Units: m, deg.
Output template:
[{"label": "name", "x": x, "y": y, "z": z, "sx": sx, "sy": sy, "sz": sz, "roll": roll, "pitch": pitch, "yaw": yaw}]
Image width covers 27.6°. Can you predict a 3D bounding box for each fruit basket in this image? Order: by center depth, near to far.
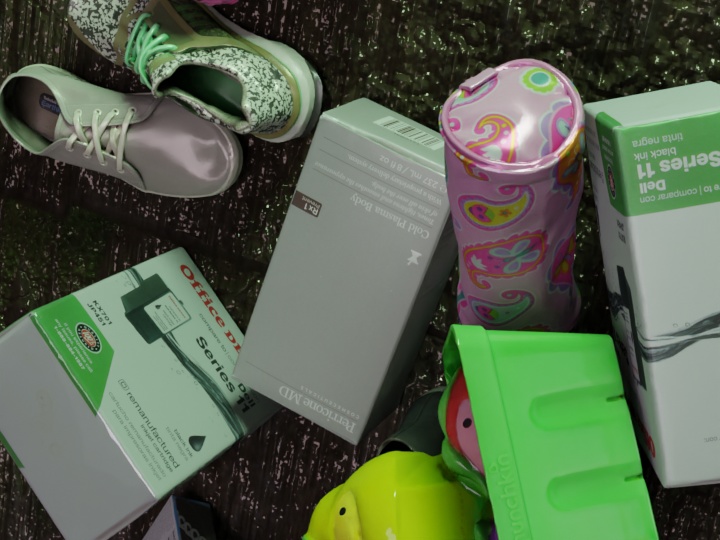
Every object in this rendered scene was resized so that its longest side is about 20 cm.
[{"label": "fruit basket", "x": 0.059, "y": 0.141, "z": 0.845, "sx": 0.213, "sy": 0.156, "sz": 0.218, "roll": 0, "pitch": 79, "yaw": 1}]

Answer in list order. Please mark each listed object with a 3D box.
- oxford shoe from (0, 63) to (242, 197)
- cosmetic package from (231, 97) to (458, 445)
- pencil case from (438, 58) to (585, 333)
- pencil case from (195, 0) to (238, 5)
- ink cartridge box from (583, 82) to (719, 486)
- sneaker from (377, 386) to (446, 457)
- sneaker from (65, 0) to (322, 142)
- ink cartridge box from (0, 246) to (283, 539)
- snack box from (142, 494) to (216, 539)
[{"label": "oxford shoe", "x": -0.177, "y": -0.097, "z": 1.045, "sx": 0.198, "sy": 0.058, "sz": 0.076, "roll": 20, "pitch": 109, "yaw": 17}, {"label": "cosmetic package", "x": 0.000, "y": 0.000, "z": 0.972, "sx": 0.106, "sy": 0.090, "sz": 0.202, "roll": 25, "pitch": 110, "yaw": 14}, {"label": "pencil case", "x": 0.090, "y": -0.032, "z": 0.872, "sx": 0.087, "sy": 0.088, "sz": 0.201, "roll": 20, "pitch": 151, "yaw": 19}, {"label": "pencil case", "x": -0.046, "y": -0.246, "z": 0.928, "sx": 0.199, "sy": 0.091, "sz": 0.094, "roll": -29, "pitch": 104, "yaw": 31}, {"label": "ink cartridge box", "x": 0.187, "y": 0.004, "z": 0.834, "sx": 0.082, "sy": 0.147, "sz": 0.202, "roll": -10, "pitch": 100, "yaw": 3}, {"label": "sneaker", "x": 0.075, "y": 0.183, "z": 0.975, "sx": 0.075, "sy": 0.106, "sz": 0.201, "roll": -32, "pitch": 89, "yaw": 28}, {"label": "sneaker", "x": -0.125, "y": -0.146, "z": 0.987, "sx": 0.199, "sy": 0.089, "sz": 0.077, "roll": 26, "pitch": 114, "yaw": 17}, {"label": "ink cartridge box", "x": -0.154, "y": 0.081, "z": 1.003, "sx": 0.083, "sy": 0.200, "sz": 0.147, "roll": -36, "pitch": 89, "yaw": 25}, {"label": "snack box", "x": -0.136, "y": 0.276, "z": 1.065, "sx": 0.037, "sy": 0.201, "sz": 0.117, "roll": 19, "pitch": 120, "yaw": -28}]
